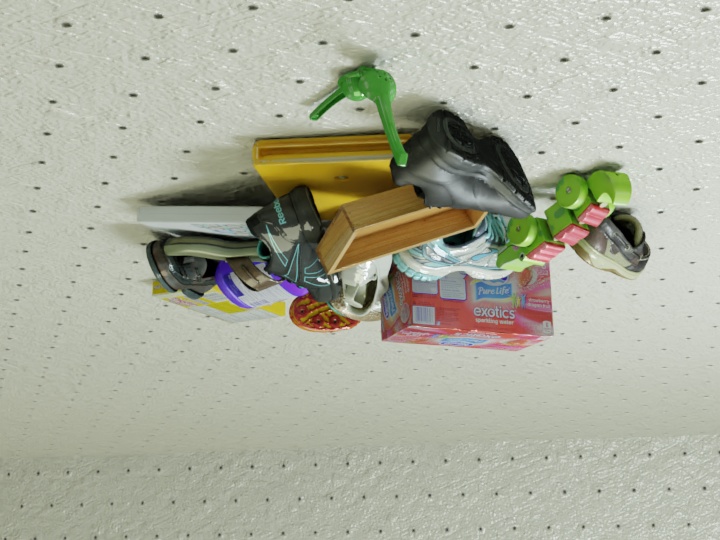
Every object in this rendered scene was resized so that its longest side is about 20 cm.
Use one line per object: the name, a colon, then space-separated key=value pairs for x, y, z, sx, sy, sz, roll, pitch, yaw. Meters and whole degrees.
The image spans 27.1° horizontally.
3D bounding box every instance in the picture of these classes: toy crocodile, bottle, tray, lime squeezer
toy crocodile: x=0.231 y=-0.053 z=1.702 sx=0.067 sy=0.062 sz=0.200 roll=13 pitch=140 yaw=-40
bottle: x=-0.096 y=-0.005 z=1.908 sx=0.199 sy=0.066 sz=0.084 roll=-16 pitch=131 yaw=42
tray: x=0.056 y=-0.059 z=1.607 sx=0.199 sy=0.037 sz=0.099 roll=-17 pitch=159 yaw=-28
lime squeezer: x=0.005 y=-0.154 z=1.377 sx=0.037 sy=0.071 sz=0.200 roll=-11 pitch=-159 yaw=-23

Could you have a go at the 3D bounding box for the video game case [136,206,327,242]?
video game case: x=-0.134 y=-0.047 z=1.778 sx=0.198 sy=0.024 sz=0.182 roll=2 pitch=171 yaw=33

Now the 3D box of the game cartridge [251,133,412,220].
game cartridge: x=-0.011 y=-0.099 z=1.631 sx=0.174 sy=0.033 sz=0.200 roll=-1 pitch=166 yaw=10

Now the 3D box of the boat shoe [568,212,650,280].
boat shoe: x=0.315 y=-0.035 z=1.808 sx=0.065 sy=0.073 sz=0.199 roll=-45 pitch=160 yaw=21

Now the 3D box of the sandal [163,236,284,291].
sandal: x=-0.137 y=-0.004 z=1.790 sx=0.199 sy=0.058 sz=0.080 roll=6 pitch=172 yaw=4

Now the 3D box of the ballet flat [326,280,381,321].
ballet flat: x=0.040 y=0.030 z=1.914 sx=0.065 sy=0.071 sz=0.199 roll=-22 pitch=163 yaw=38

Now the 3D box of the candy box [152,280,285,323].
candy box: x=-0.203 y=0.042 z=2.178 sx=0.101 sy=0.027 sz=0.200 roll=-6 pitch=164 yaw=29

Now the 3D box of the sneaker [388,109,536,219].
sneaker: x=0.105 y=-0.097 z=1.533 sx=0.090 sy=0.076 sz=0.199 roll=-34 pitch=141 yaw=27

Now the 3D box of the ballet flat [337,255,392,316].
ballet flat: x=0.000 y=0.000 z=1.747 sx=0.069 sy=0.070 sz=0.200 roll=-1 pitch=156 yaw=4

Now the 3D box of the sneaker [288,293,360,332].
sneaker: x=-0.017 y=0.042 z=1.983 sx=0.199 sy=0.074 sz=0.077 roll=-18 pitch=174 yaw=-38

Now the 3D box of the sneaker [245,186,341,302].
sneaker: x=-0.073 y=-0.023 z=1.664 sx=0.079 sy=0.076 sz=0.201 roll=-20 pitch=147 yaw=-1

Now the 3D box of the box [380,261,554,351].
box: x=0.130 y=0.037 z=1.850 sx=0.198 sy=0.104 sz=0.095 roll=4 pitch=165 yaw=-23

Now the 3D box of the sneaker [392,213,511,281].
sneaker: x=0.136 y=-0.037 z=1.760 sx=0.199 sy=0.078 sz=0.086 roll=-11 pitch=152 yaw=-36

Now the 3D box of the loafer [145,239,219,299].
loafer: x=-0.222 y=-0.010 z=1.936 sx=0.062 sy=0.072 sz=0.200 roll=-22 pitch=169 yaw=6
